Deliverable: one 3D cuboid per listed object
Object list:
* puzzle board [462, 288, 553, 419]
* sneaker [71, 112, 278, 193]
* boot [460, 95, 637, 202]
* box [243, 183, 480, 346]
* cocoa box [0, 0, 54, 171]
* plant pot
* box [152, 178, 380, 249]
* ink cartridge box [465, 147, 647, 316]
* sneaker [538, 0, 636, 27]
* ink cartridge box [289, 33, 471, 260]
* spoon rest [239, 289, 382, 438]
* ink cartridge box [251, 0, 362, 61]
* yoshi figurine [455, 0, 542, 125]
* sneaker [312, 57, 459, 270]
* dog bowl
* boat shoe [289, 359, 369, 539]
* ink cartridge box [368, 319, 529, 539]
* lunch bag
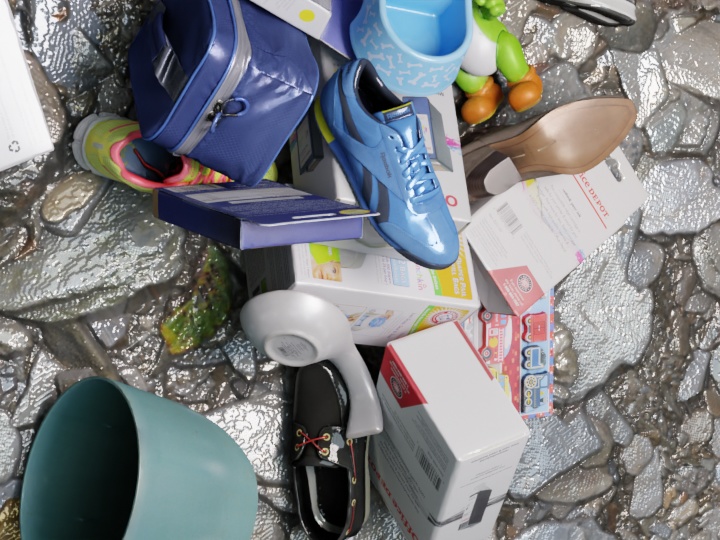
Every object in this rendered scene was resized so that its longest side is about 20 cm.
[{"bbox_3d":[0.137,0.064,1.912,0.151,0.017,0.200,-6,102,-25],"label":"puzzle board"},{"bbox_3d":[-0.162,-0.094,1.691,0.200,0.090,0.078,7,97,-28],"label":"sneaker"},{"bbox_3d":[0.157,-0.124,1.810,0.200,0.146,0.070,-25,105,-14],"label":"boot"},{"bbox_3d":[0.000,0.000,1.759,0.200,0.101,0.113,8,58,-27],"label":"box"},{"bbox_3d":[-0.365,-0.178,1.550,0.133,0.131,0.200,-23,109,-21],"label":"cocoa box"},{"bbox_3d":[-0.193,0.211,1.683,0.161,0.200,0.201,16,92,-38],"label":"plant pot"},{"bbox_3d":[-0.084,-0.048,1.593,0.121,0.200,0.032,-6,103,-31],"label":"box"},{"bbox_3d":[0.186,-0.059,1.872,0.200,0.067,0.117,-39,108,-18],"label":"ink cartridge box"},{"bbox_3d":[0.209,-0.329,1.849,0.200,0.076,0.116,17,83,-36],"label":"sneaker"},{"bbox_3d":[0.013,-0.121,1.717,0.145,0.088,0.200,9,60,-26],"label":"ink cartridge box"},{"bbox_3d":[-0.039,0.079,1.720,0.200,0.099,0.061,54,33,-40],"label":"spoon rest"},{"bbox_3d":[-0.065,-0.313,1.661,0.200,0.047,0.198,26,47,-26],"label":"ink cartridge box"},{"bbox_3d":[0.099,-0.238,1.785,0.112,0.112,0.200,-31,109,-11],"label":"yoshi figurine"},{"bbox_3d":[0.032,-0.095,1.608,0.066,0.078,0.200,-24,79,-40],"label":"sneaker"},{"bbox_3d":[0.049,-0.258,1.666,0.111,0.050,0.200,8,64,-22],"label":"dog bowl"},{"bbox_3d":[-0.033,0.176,1.810,0.063,0.074,0.202,-34,122,-59],"label":"boat shoe"},{"bbox_3d":[0.077,0.169,1.781,0.084,0.144,0.200,-18,148,-23],"label":"ink cartridge box"},{"bbox_3d":[-0.132,-0.176,1.625,0.132,0.200,0.136,23,115,-26],"label":"lunch bag"}]
